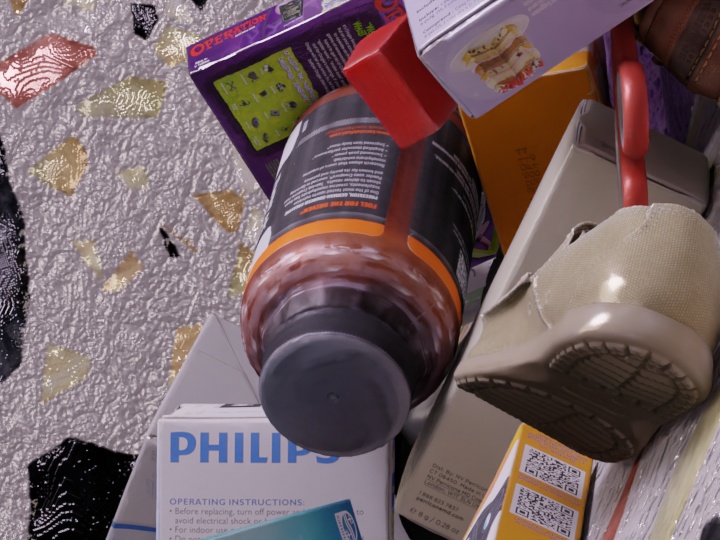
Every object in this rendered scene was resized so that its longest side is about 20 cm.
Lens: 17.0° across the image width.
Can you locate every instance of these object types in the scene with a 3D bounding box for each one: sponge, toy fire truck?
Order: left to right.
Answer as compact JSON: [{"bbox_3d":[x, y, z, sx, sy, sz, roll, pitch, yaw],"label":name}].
[{"bbox_3d":[0.084,-0.147,1.153,0.141,0.049,0.200,-31,14,36],"label":"toy fire truck"},{"bbox_3d":[0.151,-0.125,1.246,0.200,0.030,0.112,-67,-31,-63],"label":"sponge"}]

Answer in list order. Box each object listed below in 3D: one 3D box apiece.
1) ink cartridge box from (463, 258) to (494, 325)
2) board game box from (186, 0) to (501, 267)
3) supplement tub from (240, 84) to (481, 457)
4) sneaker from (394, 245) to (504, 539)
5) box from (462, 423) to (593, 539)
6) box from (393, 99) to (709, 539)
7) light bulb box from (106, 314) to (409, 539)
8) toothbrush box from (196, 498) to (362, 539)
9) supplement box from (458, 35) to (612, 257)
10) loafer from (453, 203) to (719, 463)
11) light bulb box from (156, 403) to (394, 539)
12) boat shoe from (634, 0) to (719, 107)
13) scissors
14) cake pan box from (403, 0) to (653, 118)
[{"bbox_3d":[0.044,0.016,1.417,0.199,0.048,0.146,-22,-5,-7],"label":"ink cartridge box"},{"bbox_3d":[0.005,-0.066,1.271,0.032,0.119,0.200,-97,-19,-46],"label":"board game box"},{"bbox_3d":[0.000,0.000,1.165,0.201,0.106,0.107,-77,10,-55],"label":"supplement tub"},{"bbox_3d":[0.072,0.064,1.286,0.091,0.075,0.201,-91,23,-75],"label":"sneaker"},{"bbox_3d":[0.046,0.155,0.970,0.200,0.041,0.120,-60,-5,-69],"label":"box"},{"bbox_3d":[0.088,0.029,1.115,0.082,0.068,0.201,-67,2,-68],"label":"box"},{"bbox_3d":[-0.058,0.170,1.598,0.125,0.197,0.201,-62,-3,-45],"label":"light bulb box"},{"bbox_3d":[-0.091,0.160,0.956,0.146,0.086,0.200,-20,-5,22],"label":"toothbrush box"},{"bbox_3d":[0.103,-0.115,1.268,0.201,0.073,0.127,-82,-21,-46],"label":"supplement box"},{"bbox_3d":[0.093,0.023,0.906,0.069,0.075,0.200,-63,9,-14],"label":"loafer"},{"bbox_3d":[-0.045,0.173,1.302,0.198,0.124,0.202,127,143,-88],"label":"light bulb box"},{"bbox_3d":[0.158,-0.123,1.090,0.200,0.067,0.072,-65,0,-73],"label":"boat shoe"},{"bbox_3d":[0.111,-0.103,1.046,0.073,0.014,0.201,82,-175,-45],"label":"scissors"},{"bbox_3d":[0.100,-0.182,1.042,0.199,0.052,0.185,-34,38,15],"label":"cake pan box"}]
